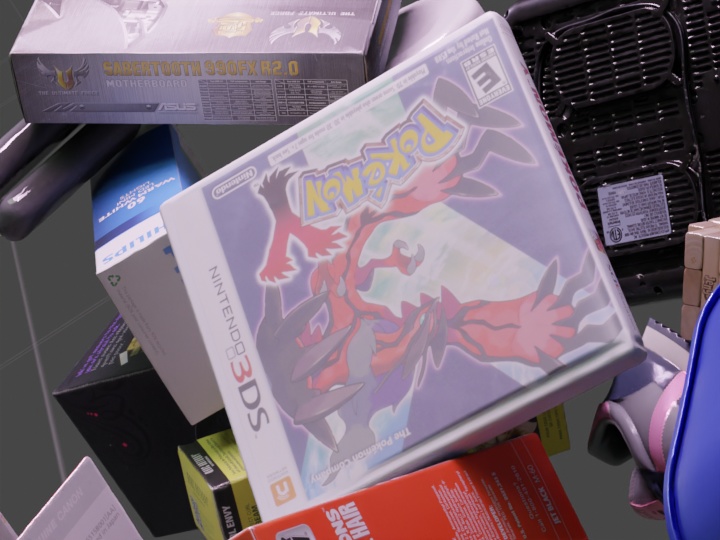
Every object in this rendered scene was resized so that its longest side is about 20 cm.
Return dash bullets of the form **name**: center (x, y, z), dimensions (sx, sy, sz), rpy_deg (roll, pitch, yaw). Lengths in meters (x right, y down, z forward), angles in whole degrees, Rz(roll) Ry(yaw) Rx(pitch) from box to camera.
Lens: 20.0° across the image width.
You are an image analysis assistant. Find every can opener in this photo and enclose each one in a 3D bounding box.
- **can opener**: center (-0.157, -0.082, 1.188), dimensions (0.200, 0.053, 0.067), rpy_deg (-48, -5, -38)

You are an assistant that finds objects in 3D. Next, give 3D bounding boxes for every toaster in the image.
- **toaster**: center (0.171, -0.070, 1.109), dimensions (0.199, 0.182, 0.118), rpy_deg (-12, -7, 42)

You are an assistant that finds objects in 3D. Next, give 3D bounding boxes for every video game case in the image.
- **video game case**: center (0.013, 0.003, 0.958), dimensions (0.199, 0.183, 0.023), rpy_deg (-28, -23, 18)

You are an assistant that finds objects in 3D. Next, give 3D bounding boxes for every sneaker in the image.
- **sneaker**: center (0.170, 0.096, 0.959), dimensions (0.082, 0.070, 0.200), rpy_deg (-56, 23, 8)

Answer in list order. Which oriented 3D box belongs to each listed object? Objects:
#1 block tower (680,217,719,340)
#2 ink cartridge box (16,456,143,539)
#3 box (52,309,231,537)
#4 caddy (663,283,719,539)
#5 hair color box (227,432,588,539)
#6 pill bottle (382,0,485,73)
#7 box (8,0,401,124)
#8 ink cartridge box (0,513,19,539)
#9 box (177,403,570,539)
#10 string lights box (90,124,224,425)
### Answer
- **block tower**: center (0.238, 0.019, 0.939), dimensions (0.199, 0.058, 0.054), rpy_deg (11, 15, 41)
- **ink cartridge box**: center (-0.146, 0.217, 0.948), dimensions (0.043, 0.174, 0.200), rpy_deg (-13, 28, 40)
- **box**: center (-0.063, 0.070, 1.231), dimensions (0.199, 0.123, 0.106), rpy_deg (-16, 26, 36)
- **caddy**: center (0.200, 0.067, 0.819), dimensions (0.105, 0.140, 0.201), rpy_deg (116, 174, -57)
- **hair color box**: center (-0.001, 0.140, 0.919), dimensions (0.199, 0.064, 0.111), rpy_deg (-13, -19, -50)
- **pill bottle**: center (0.065, -0.053, 1.217), dimensions (0.114, 0.201, 0.114), rpy_deg (-27, 21, 12)
- **box**: center (-0.081, -0.144, 1.155), dimensions (0.198, 0.049, 0.159), rpy_deg (1, 37, 10)
- **ink cartridge box**: center (-0.266, 0.180, 1.161), dimensions (0.147, 0.201, 0.085), rpy_deg (-38, 22, -16)
- **box**: center (0.007, 0.095, 1.099), dimensions (0.199, 0.050, 0.075), rpy_deg (-18, 18, -16)
- **string lights box**: center (-0.101, -0.007, 1.141), dimensions (0.059, 0.103, 0.200), rpy_deg (-29, 22, 3)
